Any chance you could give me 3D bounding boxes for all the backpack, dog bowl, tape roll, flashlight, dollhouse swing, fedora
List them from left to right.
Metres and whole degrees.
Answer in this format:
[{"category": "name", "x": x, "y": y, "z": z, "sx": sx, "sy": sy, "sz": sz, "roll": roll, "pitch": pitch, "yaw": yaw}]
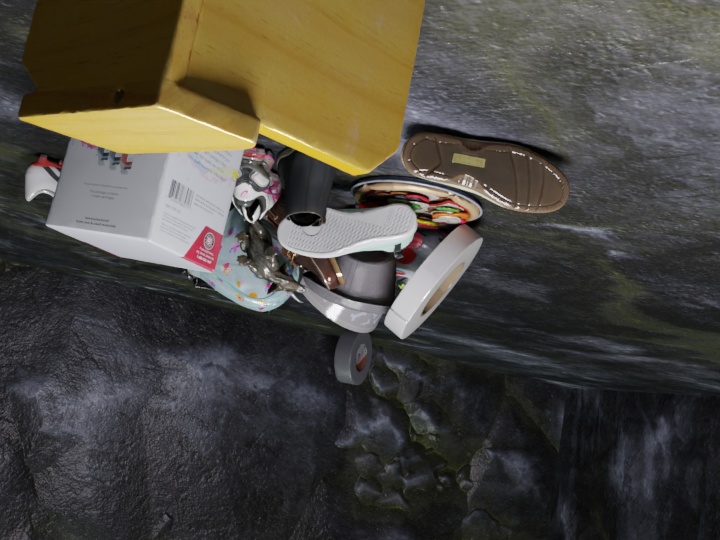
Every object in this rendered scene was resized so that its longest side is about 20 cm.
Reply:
[{"category": "dollhouse swing", "x": -0.082, "y": -0.165, "z": 0.562, "sx": 0.181, "sy": 0.201, "sz": 0.175, "roll": 3, "pitch": 168, "yaw": 35}, {"category": "backpack", "x": -0.201, "y": -0.013, "z": 1.461, "sx": 0.200, "sy": 0.167, "sz": 0.127, "roll": 36, "pitch": 173, "yaw": 3}, {"category": "dog bowl", "x": -0.031, "y": 0.022, "z": 1.561, "sx": 0.199, "sy": 0.059, "sz": 0.200, "roll": 32, "pitch": -156, "yaw": -17}, {"category": "tape roll", "x": -0.025, "y": 0.313, "z": 3.099, "sx": 0.066, "sy": 0.202, "sz": 0.200, "roll": 6, "pitch": 169, "yaw": 24}, {"category": "fedora", "x": 0.000, "y": 0.000, "z": 1.382, "sx": 0.176, "sy": 0.091, "sz": 0.200, "roll": 21, "pitch": -168, "yaw": 15}, {"category": "flashlight", "x": 0.076, "y": -0.054, "z": 1.392, "sx": 0.199, "sy": 0.068, "sz": 0.068, "roll": 18, "pitch": 141, "yaw": -31}, {"category": "tape roll", "x": 0.113, "y": 0.018, "z": 1.308, "sx": 0.037, "sy": 0.203, "sz": 0.203, "roll": 39, "pitch": 175, "yaw": 11}]

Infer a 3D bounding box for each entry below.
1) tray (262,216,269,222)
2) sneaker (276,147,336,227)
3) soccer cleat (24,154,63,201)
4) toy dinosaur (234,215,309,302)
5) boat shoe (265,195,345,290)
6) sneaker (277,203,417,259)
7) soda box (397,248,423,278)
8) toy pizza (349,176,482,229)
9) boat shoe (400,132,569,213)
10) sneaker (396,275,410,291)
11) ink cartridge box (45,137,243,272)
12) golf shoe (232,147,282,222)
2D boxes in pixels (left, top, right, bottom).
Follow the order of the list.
[{"category": "tray", "x": -0.134, "y": -0.086, "z": 1.480, "sx": 0.107, "sy": 0.022, "sz": 0.200, "roll": 22, "pitch": 176, "yaw": 28}, {"category": "sneaker", "x": -0.082, "y": -0.105, "z": 1.150, "sx": 0.074, "sy": 0.107, "sz": 0.200, "roll": 12, "pitch": 170, "yaw": -10}, {"category": "soccer cleat", "x": -0.469, "y": -0.133, "z": 1.448, "sx": 0.199, "sy": 0.086, "sz": 0.069, "roll": 14, "pitch": 169, "yaw": -17}, {"category": "toy dinosaur", "x": -0.163, "y": -0.035, "z": 1.368, "sx": 0.077, "sy": 0.201, "sz": 0.102, "roll": -29, "pitch": 159, "yaw": -3}, {"category": "boat shoe", "x": -0.088, "y": -0.039, "z": 1.301, "sx": 0.070, "sy": 0.200, "sz": 0.071, "roll": -25, "pitch": 139, "yaw": -9}, {"category": "sneaker", "x": -0.015, "y": -0.048, "z": 1.235, "sx": 0.199, "sy": 0.074, "sz": 0.118, "roll": -4, "pitch": 169, "yaw": 5}, {"category": "soda box", "x": 0.037, "y": -0.037, "z": 1.505, "sx": 0.199, "sy": 0.069, "sz": 0.064, "roll": 13, "pitch": 169, "yaw": -16}, {"category": "toy pizza", "x": 0.081, "y": -0.093, "z": 1.262, "sx": 0.199, "sy": 0.032, "sz": 0.200, "roll": 10, "pitch": 170, "yaw": 2}, {"category": "boat shoe", "x": 0.145, "y": -0.119, "z": 0.998, "sx": 0.199, "sy": 0.072, "sz": 0.076, "roll": 19, "pitch": -176, "yaw": -4}, {"category": "sneaker", "x": 0.079, "y": -0.004, "z": 1.601, "sx": 0.198, "sy": 0.083, "sz": 0.071, "roll": 18, "pitch": 169, "yaw": -18}, {"category": "ink cartridge box", "x": -0.236, "y": -0.119, "z": 0.977, "sx": 0.144, "sy": 0.201, "sz": 0.145, "roll": 9, "pitch": 169, "yaw": 22}, {"category": "golf shoe", "x": -0.159, "y": -0.113, "z": 1.235, "sx": 0.072, "sy": 0.093, "sz": 0.200, "roll": 9, "pitch": 171, "yaw": 3}]
